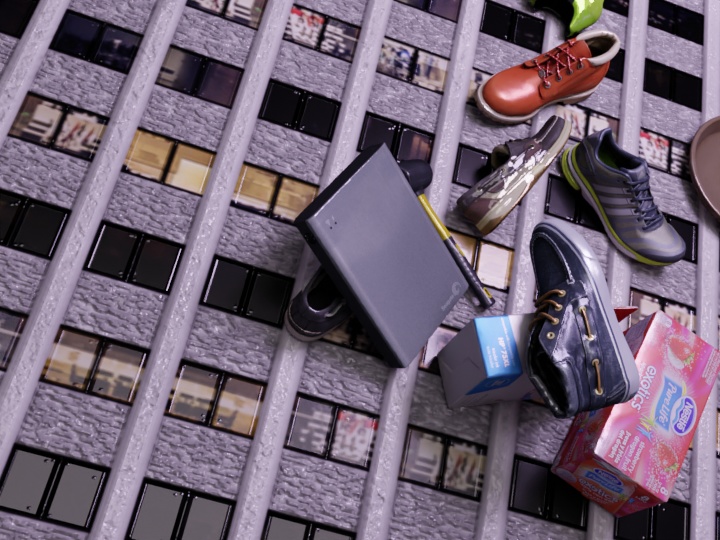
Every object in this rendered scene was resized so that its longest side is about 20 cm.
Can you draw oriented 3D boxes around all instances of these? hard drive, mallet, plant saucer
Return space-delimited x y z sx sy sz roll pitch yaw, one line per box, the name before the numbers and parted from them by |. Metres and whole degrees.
hard drive | 0.028 -0.015 0.945 0.140 0.033 0.200 -49 118 -32
mallet | 0.101 -0.046 1.038 0.200 0.041 0.066 54 33 -2
plant saucer | 0.533 -0.123 1.205 0.200 0.029 0.200 7 64 -14

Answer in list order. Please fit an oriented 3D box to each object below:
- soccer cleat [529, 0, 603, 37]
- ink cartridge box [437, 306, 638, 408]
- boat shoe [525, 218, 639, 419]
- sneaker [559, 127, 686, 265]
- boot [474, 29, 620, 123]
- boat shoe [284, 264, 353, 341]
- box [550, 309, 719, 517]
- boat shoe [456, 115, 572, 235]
soccer cleat | 0.256 -0.417 1.237 0.081 0.068 0.200 -37 81 -14
ink cartridge box | 0.198 0.093 0.956 0.200 0.116 0.067 -4 67 -18
boat shoe | 0.197 0.044 0.870 0.091 0.071 0.200 -13 72 -26
sneaker | 0.335 -0.091 1.100 0.074 0.081 0.200 -36 80 -27
boot | 0.242 -0.256 1.134 0.200 0.107 0.075 -22 76 -23
boat shoe | 0.000 0.000 0.968 0.073 0.063 0.200 44 61 9
box | 0.305 0.157 0.969 0.095 0.100 0.200 35 61 1
boat shoe | 0.190 -0.131 1.080 0.065 0.073 0.200 41 62 -2
